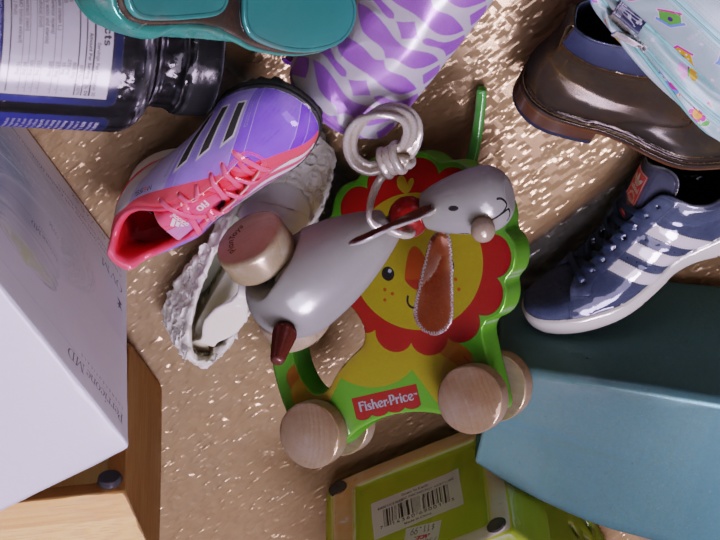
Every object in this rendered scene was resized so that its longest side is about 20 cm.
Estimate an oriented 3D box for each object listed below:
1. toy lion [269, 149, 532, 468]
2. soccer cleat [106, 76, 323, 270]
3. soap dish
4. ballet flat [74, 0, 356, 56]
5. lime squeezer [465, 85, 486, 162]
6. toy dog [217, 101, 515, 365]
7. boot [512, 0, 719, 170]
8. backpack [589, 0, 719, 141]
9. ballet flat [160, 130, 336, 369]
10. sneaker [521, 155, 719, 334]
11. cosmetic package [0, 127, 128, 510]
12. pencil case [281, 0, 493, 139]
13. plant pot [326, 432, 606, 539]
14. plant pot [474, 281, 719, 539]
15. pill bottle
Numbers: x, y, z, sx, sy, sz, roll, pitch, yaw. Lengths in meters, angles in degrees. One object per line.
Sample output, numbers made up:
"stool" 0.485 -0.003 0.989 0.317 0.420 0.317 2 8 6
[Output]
"toy lion" 0.024 0.021 1.398 0.199 0.069 0.194 -15 89 27
"soccer cleat" -0.095 -0.058 1.320 0.068 0.074 0.199 40 142 -19
"soap dish" -0.216 0.133 1.417 0.156 0.201 0.082 -6 124 -1
"ballet flat" -0.089 -0.165 1.210 0.199 0.070 0.068 -1 102 -48
"lime squeezer" 0.043 -0.038 1.427 0.071 0.038 0.200 46 115 3
"toy dog" 0.000 0.000 1.319 0.131 0.097 0.200 32 124 -32
"boot" 0.205 -0.121 1.332 0.198 0.075 0.097 5 152 -8
"backpack" 0.212 -0.179 1.238 0.200 0.167 0.126 44 134 -12
"ballet flat" -0.072 -0.011 1.409 0.071 0.072 0.201 20 121 -19
"sneaker" 0.190 -0.033 1.416 0.199 0.075 0.085 -30 125 4
"cosmetic package" -0.247 0.009 1.322 0.122 0.201 0.200 -25 125 13
"pencil case" 0.033 -0.173 1.295 0.200 0.086 0.084 -49 155 26
"plant pot" 0.078 0.236 1.531 0.199 0.200 0.182 -22 119 12
"plant pot" 0.186 0.093 1.468 0.198 0.142 0.142 11 125 -2
"pill bottle" -0.188 -0.142 1.262 0.198 0.112 0.113 2 127 -22
